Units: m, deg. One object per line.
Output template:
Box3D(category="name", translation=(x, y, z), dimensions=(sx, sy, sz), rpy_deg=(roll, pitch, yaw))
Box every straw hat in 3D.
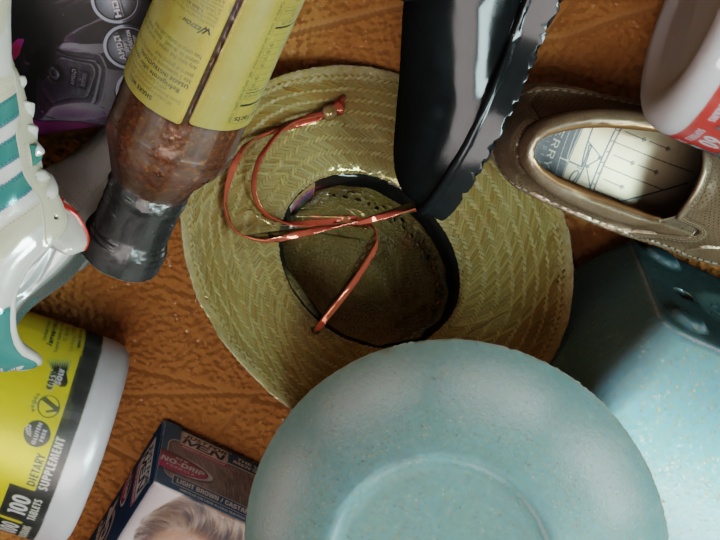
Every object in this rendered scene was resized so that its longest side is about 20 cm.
Box3D(category="straw hat", translation=(0.000, 0.000, 1.195), dimensions=(0.201, 0.201, 0.085), rpy_deg=(19, 159, -8))

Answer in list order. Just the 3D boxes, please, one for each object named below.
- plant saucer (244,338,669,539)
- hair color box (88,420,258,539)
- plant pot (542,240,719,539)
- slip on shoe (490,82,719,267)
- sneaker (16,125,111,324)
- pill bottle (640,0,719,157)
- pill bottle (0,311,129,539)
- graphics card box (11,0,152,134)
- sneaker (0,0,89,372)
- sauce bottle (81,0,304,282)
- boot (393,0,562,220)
Box3D(category="plant saucer", translation=(0.040, 0.133, 1.096), dimensions=(0.201, 0.039, 0.201), rpy_deg=(1, 97, 11))
Box3D(category="hair color box", translation=(-0.113, 0.189, 1.337), dimensions=(0.100, 0.061, 0.200), rpy_deg=(25, 119, -13))
Box3D(category="plant pot", translation=(0.145, 0.106, 1.202), dimensions=(0.196, 0.196, 0.200), rpy_deg=(24, 110, -11))
Box3D(category="slip on shoe", translation=(0.161, -0.044, 1.163), dimensions=(0.200, 0.061, 0.076), rpy_deg=(18, 98, -12))
Box3D(category="sneaker", translation=(-0.178, -0.014, 1.168), dimensions=(0.080, 0.200, 0.070), rpy_deg=(40, 162, 4))
Box3D(category="pill bottle", translation=(0.242, -0.084, 1.117), dimensions=(0.200, 0.116, 0.116), rpy_deg=(22, 120, -10))
Box3D(category="pill bottle", translation=(-0.229, 0.060, 1.233), dimensions=(0.200, 0.112, 0.113), rpy_deg=(19, 121, -8))
Box3D(category="graphics card box", translation=(-0.191, -0.124, 1.155), dimensions=(0.200, 0.051, 0.126), rpy_deg=(-7, 121, 7))
Box3D(category="sneaker", translation=(-0.167, -0.047, 1.105), dimensions=(0.093, 0.070, 0.200), rpy_deg=(11, 91, -10))
Box3D(category="sauce bottle", translation=(-0.078, -0.085, 1.087), dimensions=(0.066, 0.066, 0.200), rpy_deg=(23, 119, -11))
Box3D(category="boot", translation=(0.009, -0.138, 1.114), dimensions=(0.162, 0.073, 0.198), rpy_deg=(21, 109, -10))
